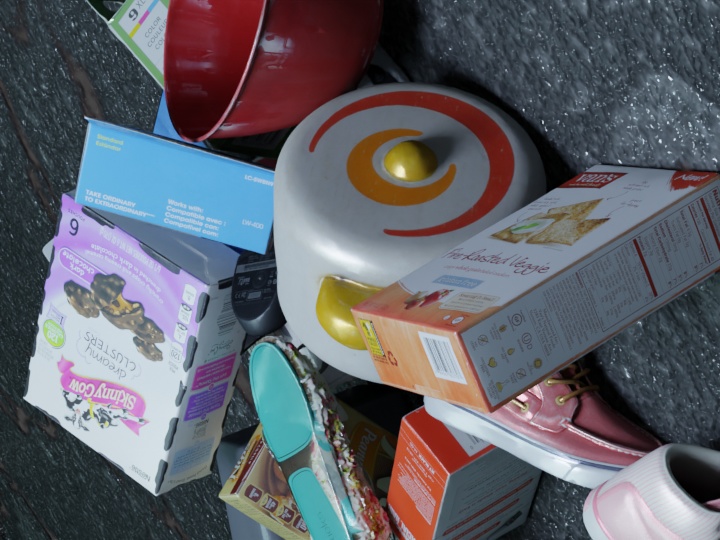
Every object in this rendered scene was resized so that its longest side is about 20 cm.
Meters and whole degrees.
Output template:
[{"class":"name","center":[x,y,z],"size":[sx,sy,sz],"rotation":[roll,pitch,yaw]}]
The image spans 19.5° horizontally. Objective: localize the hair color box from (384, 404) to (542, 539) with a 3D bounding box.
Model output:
[{"class":"hair color box","center":[0.083,0.156,1.626],"size":[0.064,0.111,0.200],"rotation":[51,156,25]}]

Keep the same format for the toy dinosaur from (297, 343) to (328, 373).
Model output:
[{"class":"toy dinosaur","center":[0.000,0.000,1.621],"size":[0.077,0.102,0.201],"rotation":[41,152,39]}]

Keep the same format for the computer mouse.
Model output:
[{"class":"computer mouse","center":[-0.056,-0.039,1.637],"size":[0.058,0.201,0.034],"rotation":[-6,151,41]}]

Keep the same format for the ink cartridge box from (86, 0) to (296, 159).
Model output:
[{"class":"ink cartridge box","center":[-0.124,-0.174,1.627],"size":[0.200,0.104,0.059],"rotation":[48,111,24]}]

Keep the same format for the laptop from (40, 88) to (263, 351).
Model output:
[{"class":"laptop","center":[-0.165,-0.010,1.736],"size":[0.188,0.200,0.116],"rotation":[54,-169,14]}]

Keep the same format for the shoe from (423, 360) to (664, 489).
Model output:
[{"class":"shoe","center":[0.136,0.083,1.468],"size":[0.199,0.071,0.091],"rotation":[21,111,31]}]

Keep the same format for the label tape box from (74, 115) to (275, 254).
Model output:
[{"class":"label tape box","center":[-0.128,-0.060,1.508],"size":[0.200,0.144,0.064],"rotation":[-88,13,-87]}]

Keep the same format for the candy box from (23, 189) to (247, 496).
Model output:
[{"class":"candy box","center":[-0.181,0.054,1.714],"size":[0.167,0.071,0.201],"rotation":[31,120,29]}]

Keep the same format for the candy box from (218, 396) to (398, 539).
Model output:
[{"class":"candy box","center":[-0.003,0.189,1.743],"size":[0.200,0.116,0.055],"rotation":[34,163,-14]}]

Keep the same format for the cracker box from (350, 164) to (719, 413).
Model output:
[{"class":"cracker box","center":[0.111,0.006,1.250],"size":[0.134,0.200,0.058],"rotation":[9,125,63]}]

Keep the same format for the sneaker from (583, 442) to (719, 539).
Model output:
[{"class":"sneaker","center":[0.245,0.193,1.363],"size":[0.200,0.075,0.105],"rotation":[43,133,4]}]

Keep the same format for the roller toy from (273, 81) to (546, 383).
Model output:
[{"class":"roller toy","center":[0.030,-0.029,1.396],"size":[0.183,0.199,0.140],"rotation":[48,153,36]}]

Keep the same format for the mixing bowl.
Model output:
[{"class":"mixing bowl","center":[-0.053,-0.179,1.451],"size":[0.200,0.108,0.201],"rotation":[-34,52,58]}]

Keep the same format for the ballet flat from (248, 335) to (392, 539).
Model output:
[{"class":"ballet flat","center":[-0.031,0.145,1.667],"size":[0.075,0.064,0.201],"rotation":[-26,81,40]}]

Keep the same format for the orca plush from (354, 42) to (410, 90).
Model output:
[{"class":"orca plush","center":[-0.043,-0.163,1.549],"size":[0.200,0.071,0.105],"rotation":[52,157,20]}]

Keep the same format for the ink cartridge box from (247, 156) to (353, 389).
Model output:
[{"class":"ink cartridge box","center":[-0.065,0.010,1.801],"size":[0.200,0.085,0.146],"rotation":[58,159,0]}]

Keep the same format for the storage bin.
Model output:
[{"class":"storage bin","center":[-0.032,0.187,1.830],"size":[0.145,0.199,0.135],"rotation":[4,111,64]}]
